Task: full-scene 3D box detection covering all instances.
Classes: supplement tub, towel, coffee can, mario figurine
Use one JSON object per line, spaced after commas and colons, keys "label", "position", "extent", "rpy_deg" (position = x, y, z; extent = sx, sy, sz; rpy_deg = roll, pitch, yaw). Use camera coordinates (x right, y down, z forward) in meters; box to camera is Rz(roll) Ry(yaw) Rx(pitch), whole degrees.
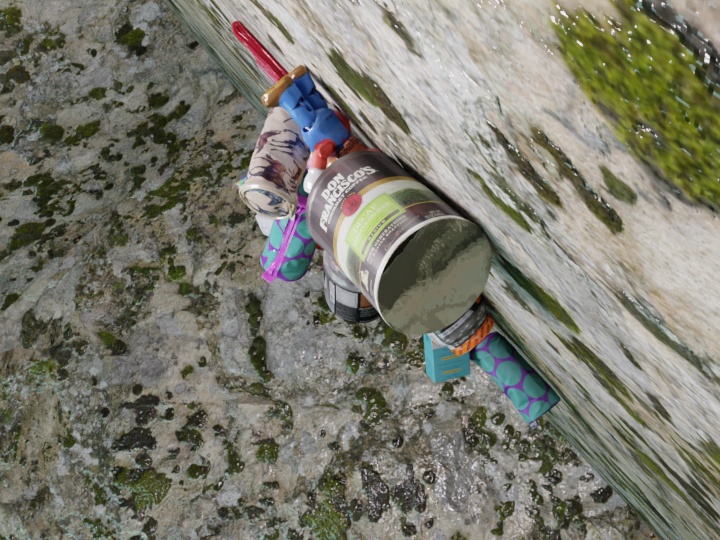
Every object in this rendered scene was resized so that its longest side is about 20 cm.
{"label": "supplement tub", "position": [0.000, 0.000, 1.227], "extent": [0.123, 0.122, 0.200], "rpy_deg": [48, 162, 17]}
{"label": "towel", "position": [-0.159, -0.356, 1.339], "extent": [0.145, 0.022, 0.200], "rpy_deg": [49, -179, 8]}
{"label": "coffee can", "position": [0.040, -0.038, 0.887], "extent": [0.146, 0.146, 0.200], "rpy_deg": [47, 180, -40]}
{"label": "mario figurine", "position": [-0.056, -0.170, 1.024], "extent": [0.200, 0.123, 0.106], "rpy_deg": [52, 167, -11]}
{"label": "supplement tub", "position": [0.144, 0.051, 1.371], "extent": [0.200, 0.122, 0.123], "rpy_deg": [48, -179, -5]}

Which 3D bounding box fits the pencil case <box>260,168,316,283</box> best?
{"label": "pencil case", "position": [-0.102, -0.068, 1.174], "extent": [0.085, 0.092, 0.200], "rpy_deg": [31, 139, 6]}

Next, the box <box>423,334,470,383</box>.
{"label": "box", "position": [0.171, 0.119, 1.501], "extent": [0.049, 0.082, 0.200], "rpy_deg": [-133, 34, -65]}

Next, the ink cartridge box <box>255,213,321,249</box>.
{"label": "ink cartridge box", "position": [-0.071, -0.106, 1.327], "extent": [0.200, 0.160, 0.047], "rpy_deg": [16, 135, 52]}

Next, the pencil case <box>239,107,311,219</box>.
{"label": "pencil case", "position": [-0.106, -0.162, 1.062], "extent": [0.089, 0.200, 0.078], "rpy_deg": [8, 146, 10]}

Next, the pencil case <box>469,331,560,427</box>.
{"label": "pencil case", "position": [0.312, 0.220, 1.538], "extent": [0.200, 0.092, 0.085], "rpy_deg": [49, -142, 8]}

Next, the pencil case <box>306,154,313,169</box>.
{"label": "pencil case", "position": [-0.038, -0.174, 1.175], "extent": [0.200, 0.083, 0.087], "rpy_deg": [48, 171, 20]}

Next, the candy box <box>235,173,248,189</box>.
{"label": "candy box", "position": [-0.125, -0.187, 1.455], "extent": [0.077, 0.200, 0.169], "rpy_deg": [47, 180, 10]}
